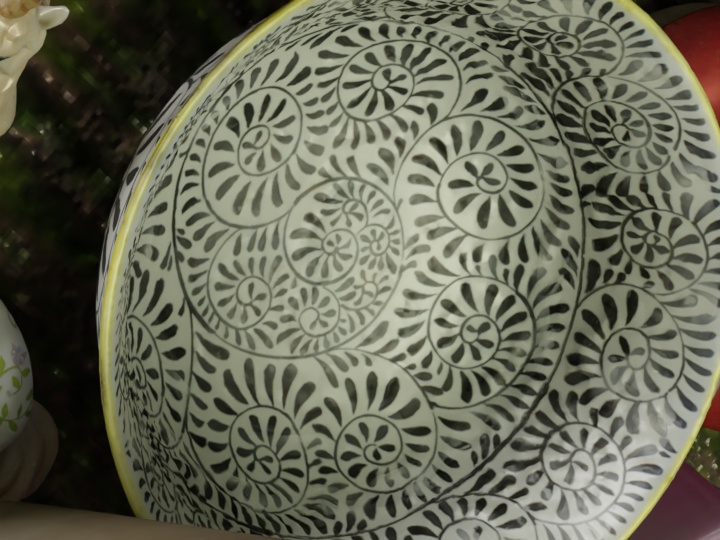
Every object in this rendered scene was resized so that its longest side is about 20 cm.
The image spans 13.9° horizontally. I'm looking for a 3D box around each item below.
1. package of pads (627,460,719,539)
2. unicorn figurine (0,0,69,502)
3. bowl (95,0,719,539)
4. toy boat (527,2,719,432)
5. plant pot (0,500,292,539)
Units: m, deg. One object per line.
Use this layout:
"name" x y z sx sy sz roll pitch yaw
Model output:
"package of pads" 0.022 0.111 0.895 0.199 0.120 0.076 -21 123 -25
"unicorn figurine" -0.129 0.000 0.779 0.137 0.074 0.201 -31 143 -18
"bowl" 0.000 0.000 0.834 0.200 0.094 0.202 -9 110 -27
"toy boat" 0.153 0.004 0.923 0.199 0.131 0.131 16 104 -38
"plant pot" -0.049 0.141 0.719 0.200 0.173 0.201 -50 152 -40
